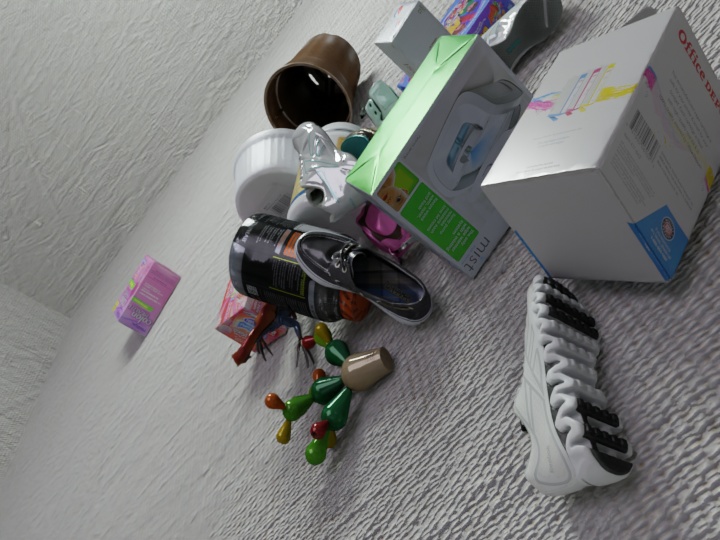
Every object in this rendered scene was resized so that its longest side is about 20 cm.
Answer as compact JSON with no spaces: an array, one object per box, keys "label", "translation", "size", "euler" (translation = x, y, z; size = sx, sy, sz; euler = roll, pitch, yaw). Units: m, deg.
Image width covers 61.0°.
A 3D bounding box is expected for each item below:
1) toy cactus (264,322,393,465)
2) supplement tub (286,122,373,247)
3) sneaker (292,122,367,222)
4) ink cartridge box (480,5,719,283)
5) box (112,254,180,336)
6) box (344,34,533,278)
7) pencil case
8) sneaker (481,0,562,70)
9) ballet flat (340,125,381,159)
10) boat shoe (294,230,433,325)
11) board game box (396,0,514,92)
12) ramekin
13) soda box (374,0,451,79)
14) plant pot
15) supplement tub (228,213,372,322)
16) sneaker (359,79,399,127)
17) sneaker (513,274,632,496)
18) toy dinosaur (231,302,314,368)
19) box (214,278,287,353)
[{"label":"toy cactus","translation":[-0.036,0.136,0.780],"size":[0.162,0.103,0.203],"euler":[-29,28,25]},{"label":"supplement tub","translation":[-0.037,-0.128,0.989],"size":[0.143,0.143,0.204],"euler":[-34,34,36]},{"label":"sneaker","translation":[-0.057,-0.140,0.846],"size":[0.080,0.071,0.201],"euler":[-40,44,-2]},{"label":"ink cartridge box","translation":[0.224,-0.111,0.537],"size":[0.124,0.128,0.202],"euler":[-1,51,57]},{"label":"box","translation":[-0.649,0.070,1.849],"size":[0.204,0.096,0.175],"euler":[-61,27,-7]},{"label":"box","translation":[0.111,-0.129,0.709],"size":[0.202,0.175,0.097],"euler":[-54,27,3]},{"label":"pencil case","translation":[0.087,-0.109,0.829],"size":[0.201,0.090,0.094],"euler":[-51,35,8]},{"label":"sneaker","translation":[0.208,-0.326,0.895],"size":[0.199,0.070,0.081],"euler":[-36,18,30]},{"label":"ballet flat","translation":[0.038,-0.173,0.844],"size":[0.074,0.069,0.199],"euler":[-30,16,-16]},{"label":"boat shoe","translation":[0.000,0.000,0.747],"size":[0.071,0.197,0.067],"euler":[-52,-18,-16]},{"label":"board game box","translation":[0.158,-0.380,1.045],"size":[0.202,0.044,0.135],"euler":[-54,27,5]},{"label":"ramekin","translation":[-0.144,-0.151,1.146],"size":[0.199,0.198,0.100],"euler":[-37,40,32]},{"label":"soda box","translation":[0.115,-0.265,0.823],"size":[0.064,0.198,0.068],"euler":[-53,27,3]},{"label":"plant pot","translation":[-0.090,-0.403,1.344],"size":[0.198,0.199,0.201],"euler":[-32,27,38]},{"label":"supplement tub","translation":[-0.078,-0.002,0.866],"size":[0.195,0.123,0.125],"euler":[16,68,22]},{"label":"sneaker","translation":[0.055,-0.232,0.922],"size":[0.073,0.119,0.200],"euler":[-39,10,-6]},{"label":"sneaker","translation":[0.160,0.089,0.516],"size":[0.081,0.074,0.204],"euler":[-48,24,39]},{"label":"toy dinosaur","translation":[-0.146,0.071,0.948],"size":[0.103,0.205,0.180],"euler":[-28,-8,24]},{"label":"box","translation":[-0.179,0.028,1.113],"size":[0.102,0.094,0.204],"euler":[-33,36,37]}]
